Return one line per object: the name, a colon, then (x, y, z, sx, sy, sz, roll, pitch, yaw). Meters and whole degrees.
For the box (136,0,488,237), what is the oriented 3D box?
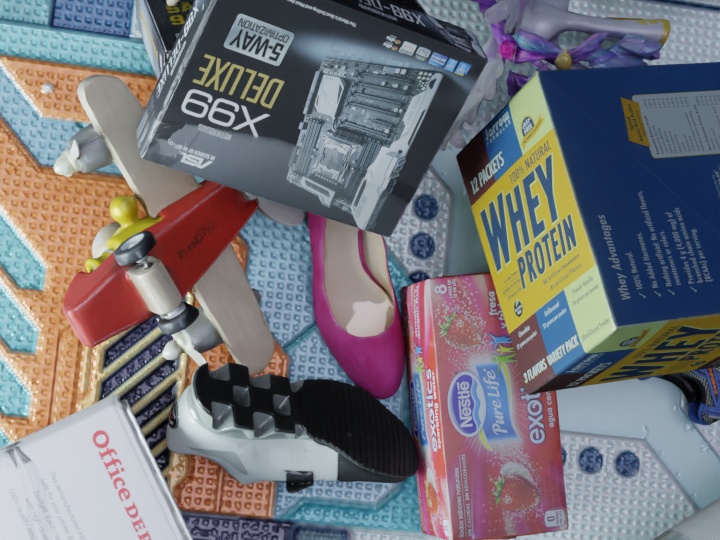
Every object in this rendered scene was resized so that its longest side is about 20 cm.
box: (-0.036, -0.124, 1.259, 0.200, 0.050, 0.158, 18, 117, -23)

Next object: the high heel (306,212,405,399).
high heel: (0.000, 0.000, 1.373, 0.067, 0.096, 0.200, -10, 87, -13)

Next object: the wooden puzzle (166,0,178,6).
wooden puzzle: (-0.036, -0.229, 1.340, 0.200, 0.185, 0.046, -3, 119, 3)

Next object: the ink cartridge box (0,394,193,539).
ink cartridge box: (-0.234, 0.197, 1.314, 0.200, 0.085, 0.146, -25, 91, -11)

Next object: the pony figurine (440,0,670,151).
pony figurine: (0.134, -0.189, 1.394, 0.200, 0.167, 0.193, 17, 39, -8)

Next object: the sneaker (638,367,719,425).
sneaker: (0.236, 0.047, 1.433, 0.200, 0.075, 0.078, 40, 82, -4)

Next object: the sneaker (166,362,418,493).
sneaker: (-0.054, 0.128, 1.370, 0.200, 0.089, 0.074, 19, 45, -22)

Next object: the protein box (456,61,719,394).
protein box: (0.208, -0.034, 1.318, 0.200, 0.135, 0.199, -6, 70, -26)

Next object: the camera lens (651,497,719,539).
camera lens: (0.296, 0.256, 1.382, 0.200, 0.160, 0.160, -29, 92, -12)

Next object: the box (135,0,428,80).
box: (-0.059, -0.183, 1.347, 0.200, 0.158, 0.048, -6, 122, -12)

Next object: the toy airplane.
toy airplane: (-0.140, -0.030, 1.337, 0.199, 0.141, 0.200, 13, 74, -45)

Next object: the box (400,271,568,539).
box: (0.093, 0.103, 1.382, 0.095, 0.100, 0.200, -4, 87, -12)
